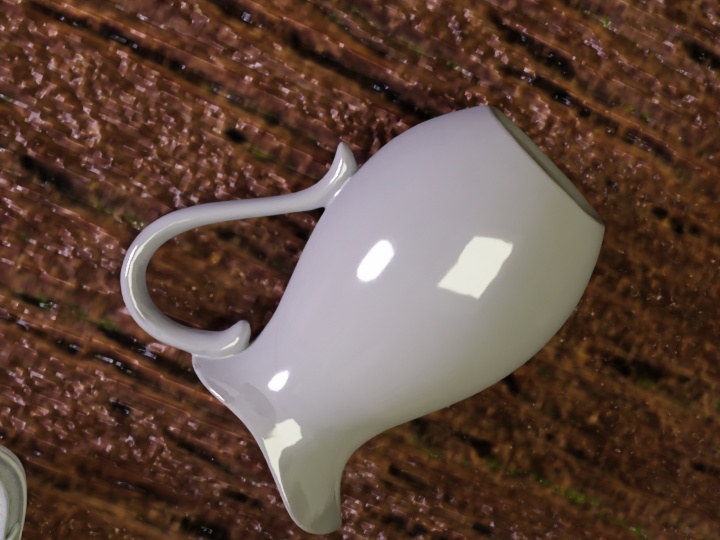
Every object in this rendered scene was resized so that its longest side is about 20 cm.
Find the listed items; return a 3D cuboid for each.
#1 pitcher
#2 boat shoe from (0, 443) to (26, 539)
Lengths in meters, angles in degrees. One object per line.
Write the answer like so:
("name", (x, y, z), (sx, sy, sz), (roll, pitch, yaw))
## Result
("pitcher", (0.000, 0.000, 0.959), (0.200, 0.121, 0.172), (-43, 97, 10))
("boat shoe", (-0.217, 0.175, 0.960), (0.074, 0.065, 0.202), (28, 95, -21))
